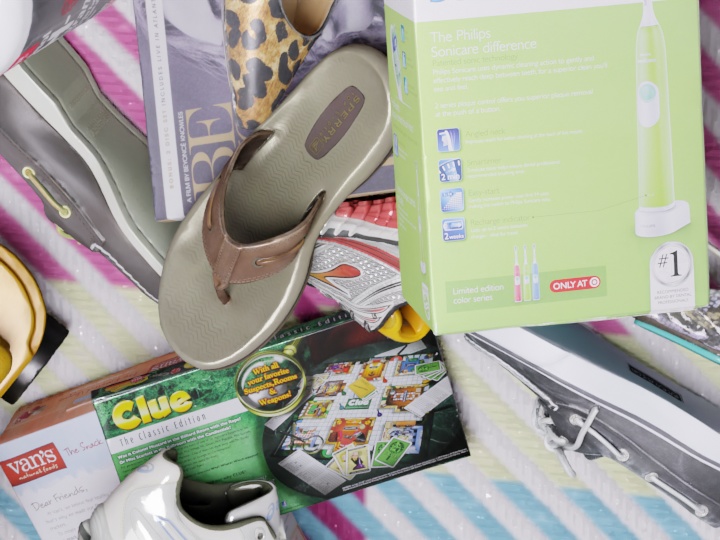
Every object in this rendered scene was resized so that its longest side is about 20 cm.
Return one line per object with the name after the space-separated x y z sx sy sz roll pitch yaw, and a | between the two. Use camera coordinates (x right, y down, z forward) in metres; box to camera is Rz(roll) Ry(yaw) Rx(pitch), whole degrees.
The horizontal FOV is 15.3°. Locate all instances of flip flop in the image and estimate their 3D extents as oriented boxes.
-0.047 -0.034 1.414 0.081 0.058 0.200 44 111 15 | flip flop

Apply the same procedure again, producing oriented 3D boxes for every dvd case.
-0.030 -0.111 1.444 0.199 0.016 0.149 -7 88 26 | dvd case

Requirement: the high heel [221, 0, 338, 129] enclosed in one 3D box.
0.007 -0.160 1.378 0.142 0.071 0.201 14 88 27 | high heel

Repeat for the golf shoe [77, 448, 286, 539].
-0.060 0.171 1.526 0.200 0.078 0.097 28 107 -28 | golf shoe

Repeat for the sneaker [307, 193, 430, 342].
0.000 0.000 1.471 0.200 0.078 0.082 -1 96 41 | sneaker

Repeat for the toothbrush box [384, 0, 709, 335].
0.092 -0.079 1.348 0.145 0.086 0.201 -7 104 -9 | toothbrush box

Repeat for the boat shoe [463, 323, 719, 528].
0.131 0.079 1.509 0.199 0.074 0.068 28 105 -10 | boat shoe

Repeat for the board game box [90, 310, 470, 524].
-0.045 0.088 1.547 0.199 0.023 0.105 -17 110 -2 | board game box

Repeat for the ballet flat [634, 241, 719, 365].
0.150 0.003 1.476 0.200 0.072 0.072 19 119 14 | ballet flat

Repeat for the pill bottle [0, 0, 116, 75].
-0.203 -0.158 1.404 0.110 0.200 0.111 10 116 21 | pill bottle

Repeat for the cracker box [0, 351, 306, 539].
-0.115 0.157 1.621 0.134 0.058 0.200 -19 110 20 | cracker box

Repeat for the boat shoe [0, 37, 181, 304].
-0.155 -0.054 1.525 0.061 0.072 0.201 -34 96 31 | boat shoe

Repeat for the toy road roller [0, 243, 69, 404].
-0.266 0.065 1.541 0.123 0.146 0.200 40 88 -6 | toy road roller
